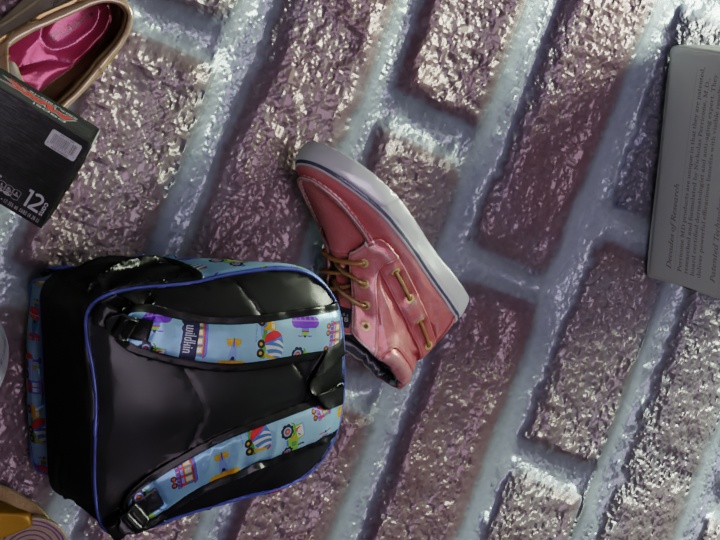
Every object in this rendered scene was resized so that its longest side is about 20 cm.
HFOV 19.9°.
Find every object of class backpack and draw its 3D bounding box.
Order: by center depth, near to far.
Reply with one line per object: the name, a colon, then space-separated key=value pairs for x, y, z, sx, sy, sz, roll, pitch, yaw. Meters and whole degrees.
backpack: x=-0.114 y=0.071 z=1.407 sx=0.199 sy=0.134 sz=0.183 roll=-11 pitch=107 yaw=-31

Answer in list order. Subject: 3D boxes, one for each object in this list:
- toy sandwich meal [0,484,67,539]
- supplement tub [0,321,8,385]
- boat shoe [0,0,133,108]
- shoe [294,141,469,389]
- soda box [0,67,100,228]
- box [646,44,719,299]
toy sandwich meal: x=-0.275 y=0.238 z=1.378 sx=0.204 sy=0.070 sz=0.206 roll=-9 pitch=107 yaw=-32
supplement tub: x=-0.295 y=0.005 z=1.238 sx=0.122 sy=0.122 sz=0.200 roll=-40 pitch=143 yaw=-20
boat shoe: x=-0.227 y=-0.118 z=1.323 sx=0.200 sy=0.069 sz=0.074 roll=-48 pitch=123 yaw=-16
shoe: x=0.000 y=0.000 z=1.505 sx=0.091 sy=0.071 sz=0.200 roll=-54 pitch=129 yaw=-18
soda box: x=-0.260 y=-0.108 z=1.250 sx=0.200 sy=0.071 sz=0.063 roll=32 pitch=99 yaw=-9
box: x=0.358 y=-0.081 z=1.694 sx=0.198 sy=0.131 sz=0.201 roll=-4 pitch=104 yaw=-34
